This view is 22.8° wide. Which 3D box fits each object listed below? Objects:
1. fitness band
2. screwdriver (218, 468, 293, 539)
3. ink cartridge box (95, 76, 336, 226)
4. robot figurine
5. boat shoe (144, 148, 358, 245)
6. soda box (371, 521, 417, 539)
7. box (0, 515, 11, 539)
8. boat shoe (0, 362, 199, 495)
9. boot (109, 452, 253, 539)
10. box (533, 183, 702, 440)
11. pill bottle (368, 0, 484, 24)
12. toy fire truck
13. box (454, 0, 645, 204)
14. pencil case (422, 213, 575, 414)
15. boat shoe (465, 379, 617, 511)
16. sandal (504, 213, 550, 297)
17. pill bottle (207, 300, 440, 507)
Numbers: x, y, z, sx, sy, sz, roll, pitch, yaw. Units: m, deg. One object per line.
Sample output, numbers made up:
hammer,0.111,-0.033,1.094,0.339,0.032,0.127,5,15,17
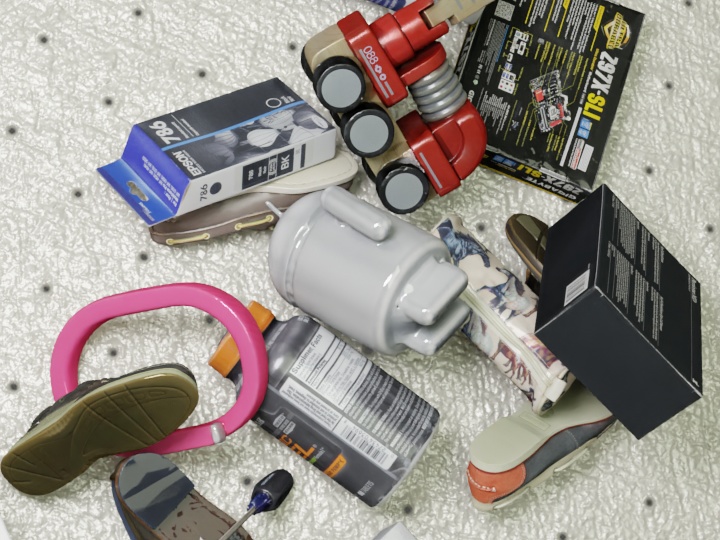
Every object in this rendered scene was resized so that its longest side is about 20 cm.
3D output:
fitness band,-0.176,0.086,1.544,0.199,0.037,0.144,-11,93,20
screwdriver,-0.099,0.206,1.514,0.029,0.200,0.028,21,106,15
ink cartridge box,-0.129,-0.109,1.605,0.200,0.039,0.099,-24,49,-29
robot figurine,0.000,0.000,1.578,0.200,0.170,0.113,28,51,26
boat shoe,-0.099,-0.068,1.636,0.199,0.060,0.072,-12,39,-18
soda box,-0.021,0.310,1.558,0.200,0.068,0.063,-42,88,-18
box,-0.371,0.170,1.488,0.101,0.113,0.201,-23,82,-15
boat shoe,-0.220,0.121,1.509,0.072,0.200,0.066,47,27,-28
boot,-0.144,0.237,1.545,0.075,0.097,0.200,-38,99,-18
box,0.232,0.033,1.591,0.141,0.079,0.200,42,27,-13
pill bottle,0.031,-0.310,1.692,0.199,0.120,0.120,21,73,-8
toy fire truck,0.066,-0.178,1.617,0.200,0.129,0.176,-31,114,4
box,0.172,-0.186,1.732,0.159,0.049,0.201,21,73,-10
pencil case,0.124,0.040,1.625,0.200,0.089,0.078,46,115,17
boat shoe,0.175,0.153,1.641,0.200,0.063,0.071,-28,40,-33
sandal,0.192,0.034,1.677,0.200,0.055,0.082,55,28,9
pill bottle,-0.037,0.111,1.582,0.200,0.106,0.106,36,72,-2
